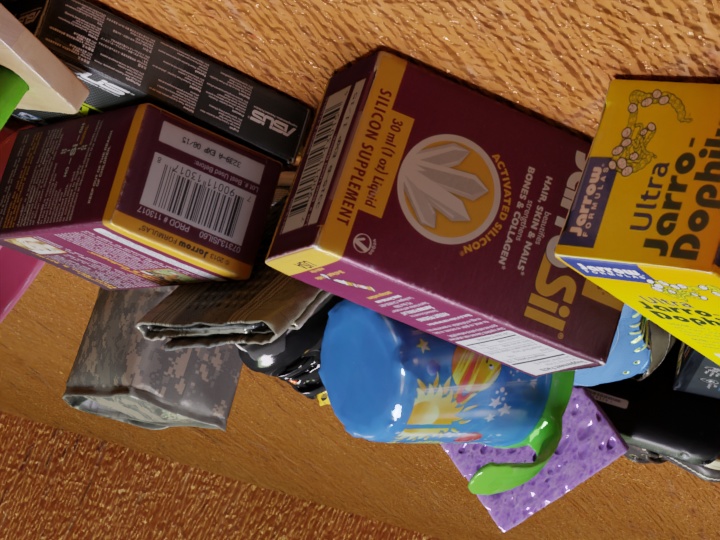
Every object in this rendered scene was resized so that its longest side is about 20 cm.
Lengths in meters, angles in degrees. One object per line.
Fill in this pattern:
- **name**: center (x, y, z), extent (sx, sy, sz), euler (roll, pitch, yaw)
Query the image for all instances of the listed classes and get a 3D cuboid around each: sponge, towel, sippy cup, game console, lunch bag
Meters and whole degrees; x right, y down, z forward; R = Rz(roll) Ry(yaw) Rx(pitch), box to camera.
- **sponge**: center (0.093, 0.080, 1.662), extent (0.200, 0.112, 0.030), euler (55, -169, 2)
- **towel**: center (-0.037, -0.010, 1.515), extent (0.193, 0.200, 0.035), euler (-2, 124, 58)
- **sippy cup**: center (0.049, 0.057, 1.493), extent (0.130, 0.140, 0.178), euler (-7, -160, -36)
- **game console**: center (0.186, 0.084, 1.764), extent (0.200, 0.176, 0.116), euler (16, 139, 7)
- **lunch bag**: center (-0.180, 0.052, 2.024), extent (0.118, 0.164, 0.200), euler (22, 167, -28)

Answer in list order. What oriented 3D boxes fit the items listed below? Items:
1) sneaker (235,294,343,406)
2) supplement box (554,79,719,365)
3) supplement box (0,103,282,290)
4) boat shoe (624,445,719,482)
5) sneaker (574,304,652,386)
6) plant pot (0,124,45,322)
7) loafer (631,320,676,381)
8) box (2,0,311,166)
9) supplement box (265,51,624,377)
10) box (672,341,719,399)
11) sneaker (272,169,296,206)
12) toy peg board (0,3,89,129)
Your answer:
- **sneaker**: center (-0.032, 0.055, 1.577), extent (0.070, 0.090, 0.200), euler (-22, -173, 11)
- **supplement box**: center (0.219, -0.016, 1.273), extent (0.109, 0.109, 0.200), euler (7, 163, 44)
- **supplement box**: center (-0.156, -0.046, 1.535), extent (0.110, 0.086, 0.200), euler (24, 165, -30)
- **boat shoe**: center (0.234, 0.123, 1.816), extent (0.073, 0.065, 0.200), euler (4, -158, -28)
- **sneaker**: center (0.169, 0.019, 1.532), extent (0.105, 0.076, 0.200), euler (11, 149, -28)
- **plant pot**: center (-0.339, -0.054, 1.782), extent (0.179, 0.200, 0.200), euler (33, 168, 2)
- **loafer**: center (0.166, 0.026, 1.624), extent (0.075, 0.070, 0.200), euler (5, 162, 45)
- **box**: center (-0.164, -0.119, 1.532), extent (0.200, 0.048, 0.193), euler (25, 168, -28)
- **supplement box**: center (0.062, -0.030, 1.390), extent (0.200, 0.131, 0.103), euler (21, 167, -17)
- **box**: center (0.307, 0.060, 1.589), extent (0.159, 0.046, 0.200), euler (11, 167, 4)
- **sneaker**: center (-0.092, -0.026, 1.680), extent (0.200, 0.085, 0.077), euler (8, 127, 37)
- **toy peg board**: center (-0.311, -0.139, 1.420), extent (0.200, 0.098, 0.199), euler (9, 152, 47)
